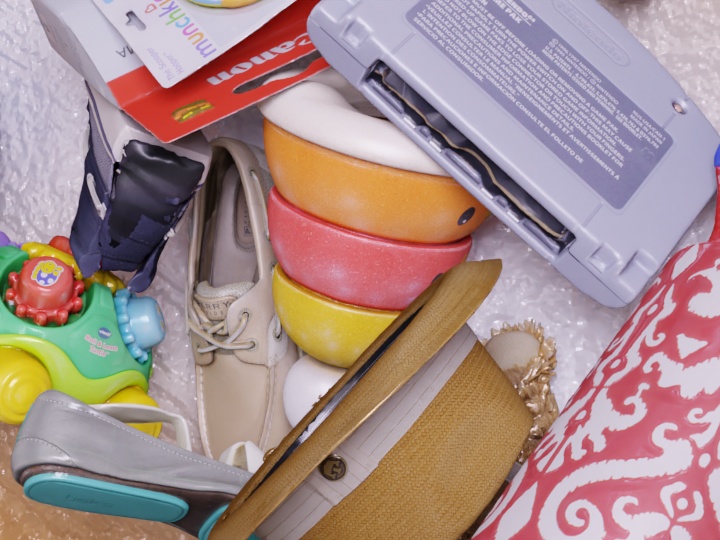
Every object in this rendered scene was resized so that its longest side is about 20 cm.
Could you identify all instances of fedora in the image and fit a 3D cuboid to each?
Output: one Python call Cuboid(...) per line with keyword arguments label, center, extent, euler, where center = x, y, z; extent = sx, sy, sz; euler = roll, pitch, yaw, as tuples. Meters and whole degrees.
Cuboid(label="fedora", center=(0.014, 0.086, 0.683), extent=(0.082, 0.201, 0.201), euler=(42, 103, -1))

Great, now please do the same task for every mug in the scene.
Cuboid(label="mug", center=(0.144, 0.109, 0.663), extent=(0.133, 0.178, 0.200), euler=(14, 58, 40))

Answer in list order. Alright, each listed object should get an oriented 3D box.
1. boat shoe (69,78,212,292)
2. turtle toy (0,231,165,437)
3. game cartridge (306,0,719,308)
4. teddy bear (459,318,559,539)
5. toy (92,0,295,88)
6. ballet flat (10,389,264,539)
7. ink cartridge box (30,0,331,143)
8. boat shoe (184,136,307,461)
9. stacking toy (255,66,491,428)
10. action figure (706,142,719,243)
Cuboid(label="boat shoe", center=(-0.136, -0.065, 0.854), extent=(0.093, 0.075, 0.200), euler=(-63, 18, 19))
Cuboid(label="turtle toy", center=(-0.193, 0.024, 0.837), extent=(0.146, 0.200, 0.101), euler=(20, 87, 49))
Cuboid(label="game cartridge", center=(0.084, -0.087, 0.725), extent=(0.200, 0.133, 0.041), euler=(43, 145, 2))
Cuboid(label="teddy bear", center=(0.076, 0.123, 0.754), extent=(0.145, 0.067, 0.200), euler=(-35, 62, 4))
Cuboid(label="toy", center=(-0.049, -0.191, 0.764), extent=(0.200, 0.047, 0.115), euler=(-34, 49, -7))
Cuboid(label="ballet flat", center=(-0.083, 0.110, 0.785), extent=(0.067, 0.200, 0.064), euler=(-44, 32, 48))
Cuboid(label="ink cartridge box", center=(-0.077, -0.147, 0.800), extent=(0.160, 0.047, 0.200), euler=(-28, 32, -15))
Cuboid(label="boat shoe", center=(-0.072, 0.025, 0.842), extent=(0.072, 0.065, 0.200), euler=(-3, 80, 28))
Cuboid(label="stacking toy", center=(0.000, 0.000, 0.796), extent=(0.146, 0.146, 0.200), euler=(24, 112, 29))
Cuboid(label="action figure", center=(0.223, -0.103, 0.709), extent=(0.099, 0.065, 0.200), euler=(-1, 81, 37))
